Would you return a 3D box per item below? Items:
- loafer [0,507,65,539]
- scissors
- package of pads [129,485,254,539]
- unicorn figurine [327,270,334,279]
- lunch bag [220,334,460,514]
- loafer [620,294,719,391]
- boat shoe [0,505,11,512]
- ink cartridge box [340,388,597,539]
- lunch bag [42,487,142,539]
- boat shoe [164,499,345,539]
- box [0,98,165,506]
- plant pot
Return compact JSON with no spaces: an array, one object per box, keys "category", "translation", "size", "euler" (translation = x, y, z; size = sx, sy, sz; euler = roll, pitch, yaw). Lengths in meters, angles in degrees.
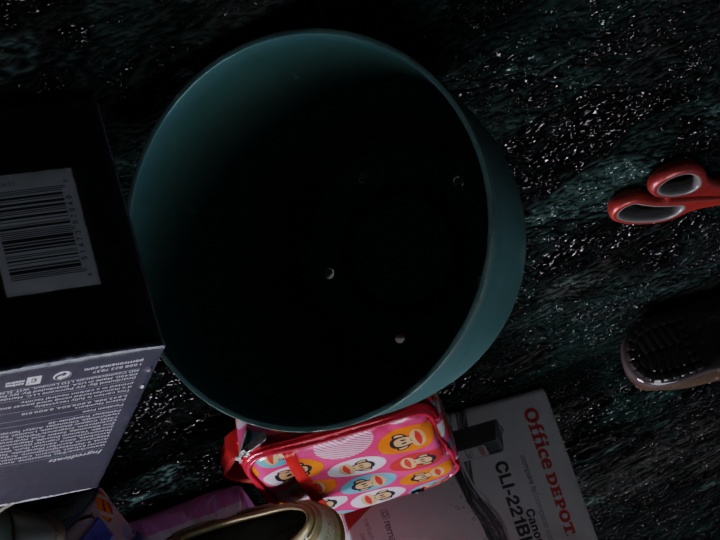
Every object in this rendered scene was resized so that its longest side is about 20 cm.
[{"category":"loafer","translation":[-0.280,0.206,1.490],"size":[0.063,0.072,0.200],"euler":[4,166,-34]},{"category":"scissors","translation":[0.257,-0.054,1.436],"size":[0.199,0.014,0.073],"euler":[-1,149,-39]},{"category":"package of pads","translation":[-0.130,0.253,1.756],"size":[0.120,0.076,0.200],"euler":[-18,158,1]},{"category":"unicorn figurine","translation":[0.000,0.000,1.297],"size":[0.137,0.074,0.200],"euler":[-30,171,4]},{"category":"lunch bag","translation":[-0.022,0.125,1.549],"size":[0.175,0.082,0.200],"euler":[-16,157,4]},{"category":"loafer","translation":[0.295,0.052,1.648],"size":[0.198,0.074,0.071],"euler":[-9,167,-11]},{"category":"boat shoe","translation":[-0.251,0.124,1.383],"size":[0.199,0.068,0.072],"euler":[-36,122,-1]},{"category":"ink cartridge box","translation":[0.080,0.198,1.701],"size":[0.199,0.145,0.084],"euler":[-14,158,-11]},{"category":"lunch bag","translation":[-0.256,0.252,1.541],"size":[0.160,0.076,0.200],"euler":[-31,-168,33]},{"category":"boat shoe","translation":[-0.111,0.219,1.541],"size":[0.199,0.074,0.063],"euler":[-19,155,17]},{"category":"box","translation":[-0.187,0.025,1.089],"size":[0.104,0.149,0.200],"euler":[-9,155,-23]},{"category":"plant pot","translation":[-0.002,-0.016,1.096],"size":[0.200,0.202,0.161],"euler":[-25,168,17]}]
